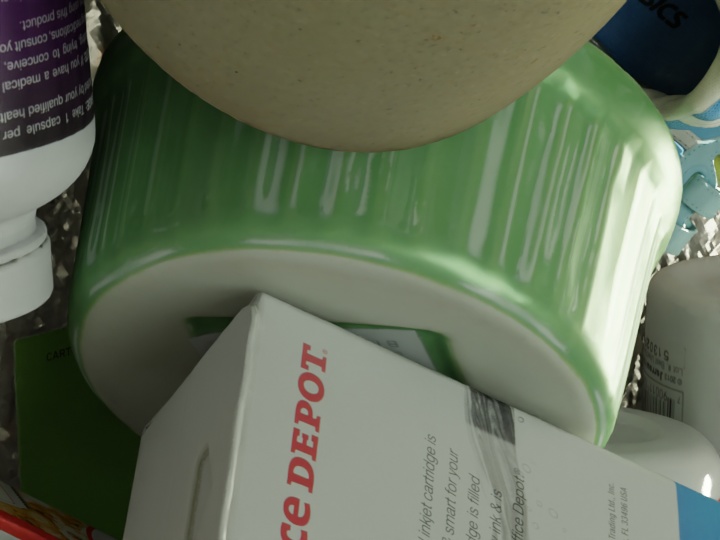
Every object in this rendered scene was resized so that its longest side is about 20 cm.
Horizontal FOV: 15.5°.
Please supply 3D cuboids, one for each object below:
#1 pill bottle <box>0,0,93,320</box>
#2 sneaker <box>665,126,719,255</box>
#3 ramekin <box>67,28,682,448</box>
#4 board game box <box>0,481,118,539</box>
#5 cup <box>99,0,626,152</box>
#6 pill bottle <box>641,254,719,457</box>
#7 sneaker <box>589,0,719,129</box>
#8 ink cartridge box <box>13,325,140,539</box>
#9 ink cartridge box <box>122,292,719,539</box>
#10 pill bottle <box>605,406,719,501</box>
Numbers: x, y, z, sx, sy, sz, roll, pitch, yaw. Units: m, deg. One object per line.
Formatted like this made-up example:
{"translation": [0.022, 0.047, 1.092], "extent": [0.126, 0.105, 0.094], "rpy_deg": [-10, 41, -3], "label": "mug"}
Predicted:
{"translation": [-0.139, -0.087, 0.785], "extent": [0.112, 0.112, 0.201], "rpy_deg": [-15, 110, -36], "label": "pill bottle"}
{"translation": [0.146, -0.049, 0.946], "extent": [0.200, 0.080, 0.131], "rpy_deg": [21, 104, -10], "label": "sneaker"}
{"translation": [0.000, 0.000, 0.861], "extent": [0.200, 0.200, 0.098], "rpy_deg": [41, 48, -38], "label": "ramekin"}
{"translation": [-0.136, 0.142, 0.837], "extent": [0.200, 0.046, 0.152], "rpy_deg": [29, 96, -21], "label": "board game box"}
{"translation": [0.026, -0.146, 0.714], "extent": [0.200, 0.143, 0.201], "rpy_deg": [9, 74, -31], "label": "cup"}
{"translation": [0.172, 0.100, 1.098], "extent": [0.114, 0.114, 0.201], "rpy_deg": [-9, 106, -38], "label": "pill bottle"}
{"translation": [0.048, -0.116, 0.854], "extent": [0.200, 0.072, 0.072], "rpy_deg": [33, 100, 1], "label": "sneaker"}
{"translation": [-0.043, 0.112, 0.947], "extent": [0.148, 0.076, 0.201], "rpy_deg": [-15, 111, -37], "label": "ink cartridge box"}
{"translation": [0.028, 0.117, 0.790], "extent": [0.200, 0.084, 0.145], "rpy_deg": [25, 43, -19], "label": "ink cartridge box"}
{"translation": [0.078, 0.157, 1.035], "extent": [0.112, 0.112, 0.201], "rpy_deg": [-4, 103, -39], "label": "pill bottle"}
